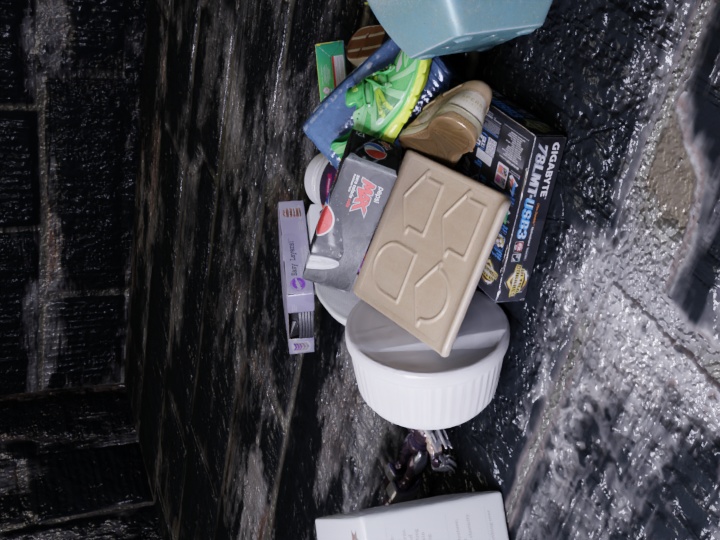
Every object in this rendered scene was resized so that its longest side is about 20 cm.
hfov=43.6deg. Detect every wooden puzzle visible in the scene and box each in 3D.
[{"bbox_3d":[0.084,-0.023,1.041,0.199,0.046,0.189,34,106,50],"label":"wooden puzzle"}]

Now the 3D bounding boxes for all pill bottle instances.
[{"bbox_3d":[0.005,-0.113,1.270,0.199,0.109,0.114,24,115,52],"label":"pill bottle"}]

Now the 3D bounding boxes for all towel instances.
[{"bbox_3d":[0.028,-0.213,1.152,0.199,0.112,0.049,-38,7,20],"label":"towel"}]

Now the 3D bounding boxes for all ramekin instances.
[{"bbox_3d":[0.079,0.103,1.076,0.203,0.198,0.096,-132,34,-54],"label":"ramekin"}]

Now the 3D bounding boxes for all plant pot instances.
[{"bbox_3d":[0.106,-0.342,0.967,0.195,0.192,0.205,-1,100,66],"label":"plant pot"}]

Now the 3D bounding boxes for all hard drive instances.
[{"bbox_3d":[-0.076,-0.031,1.531,0.200,0.026,0.136,145,120,-82],"label":"hard drive"}]

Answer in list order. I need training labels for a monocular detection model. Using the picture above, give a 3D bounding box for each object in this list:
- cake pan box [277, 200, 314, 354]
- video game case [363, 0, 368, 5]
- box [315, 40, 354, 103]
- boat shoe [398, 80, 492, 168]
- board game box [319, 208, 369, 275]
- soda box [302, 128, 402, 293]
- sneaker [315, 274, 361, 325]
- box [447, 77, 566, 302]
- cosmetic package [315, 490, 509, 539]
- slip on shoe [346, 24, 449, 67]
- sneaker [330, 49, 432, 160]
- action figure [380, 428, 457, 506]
[{"bbox_3d":[-0.110,0.016,1.533,0.186,0.051,0.203,91,172,-53],"label":"cake pan box"},{"bbox_3d":[0.054,-0.482,1.254,0.180,0.025,0.205,-158,68,-64],"label":"video game case"},{"bbox_3d":[-0.028,-0.257,1.362,0.200,0.047,0.121,42,-137,-84],"label":"box"},{"bbox_3d":[0.101,-0.166,1.038,0.065,0.071,0.200,-58,13,-10],"label":"boat shoe"},{"bbox_3d":[0.000,0.000,1.282,0.119,0.032,0.202,35,157,24],"label":"board game box"},{"bbox_3d":[-0.013,-0.069,1.111,0.064,0.069,0.202,-79,9,-49],"label":"soda box"},{"bbox_3d":[0.018,0.086,1.258,0.198,0.074,0.117,35,154,27],"label":"sneaker"},{"bbox_3d":[0.148,-0.099,1.060,0.200,0.049,0.203,-130,42,-53],"label":"box"},{"bbox_3d":[0.068,0.375,1.116,0.166,0.196,0.172,148,117,-63],"label":"cosmetic package"},{"bbox_3d":[0.062,-0.297,1.225,0.198,0.060,0.078,7,73,49],"label":"slip on shoe"},{"bbox_3d":[0.025,-0.209,1.088,0.202,0.082,0.074,-59,4,22],"label":"sneaker"},{"bbox_3d":[0.079,0.243,1.242,0.131,0.068,0.203,-111,32,-48],"label":"action figure"}]
